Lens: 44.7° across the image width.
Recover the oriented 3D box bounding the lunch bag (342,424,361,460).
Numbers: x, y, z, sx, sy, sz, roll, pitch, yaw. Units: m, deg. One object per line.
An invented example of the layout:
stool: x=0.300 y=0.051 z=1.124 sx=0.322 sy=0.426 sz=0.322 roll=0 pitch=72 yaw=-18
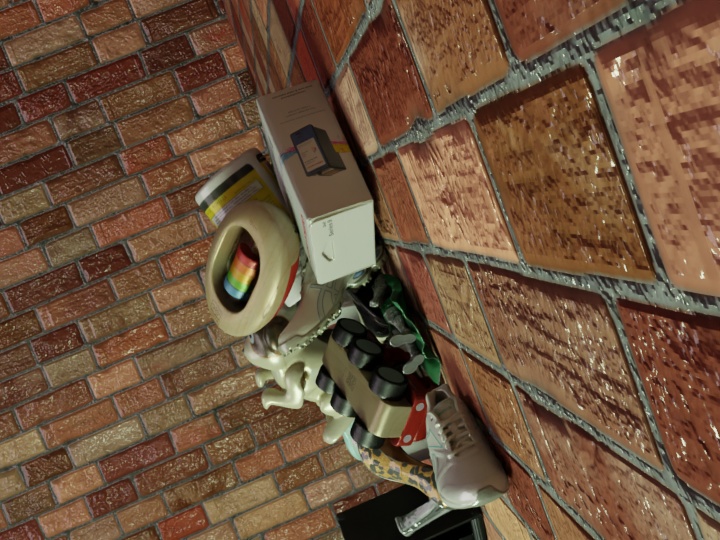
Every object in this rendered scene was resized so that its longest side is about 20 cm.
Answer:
lunch bag: x=0.015 y=0.224 z=1.538 sx=0.076 sy=0.160 sz=0.202 roll=-5 pitch=117 yaw=40

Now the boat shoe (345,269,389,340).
boat shoe: x=0.000 y=0.000 z=1.250 sx=0.202 sy=0.071 sz=0.068 roll=60 pitch=167 yaw=14

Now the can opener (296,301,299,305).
can opener: x=-0.057 y=-0.009 z=1.369 sx=0.053 sy=0.065 sz=0.203 roll=-70 pitch=-4 yaw=-83

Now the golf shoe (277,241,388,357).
golf shoe: x=-0.057 y=0.020 z=1.141 sx=0.097 sy=0.200 sz=0.078 roll=43 pitch=156 yaw=-5

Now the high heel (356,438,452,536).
high heel: x=0.074 y=0.250 z=1.225 sx=0.071 sy=0.142 sz=0.202 roll=2 pitch=-126 yaw=-51

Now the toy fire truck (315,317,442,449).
toy fire truck: x=0.057 y=0.164 z=1.164 sx=0.176 sy=0.198 sz=0.130 roll=46 pitch=123 yaw=51

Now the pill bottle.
pill bottle: x=-0.125 y=-0.057 z=1.209 sx=0.201 sy=0.114 sz=0.114 roll=52 pitch=176 yaw=-4

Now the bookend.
bookend: x=0.086 y=0.411 z=1.325 sx=0.200 sy=0.197 sz=0.093 roll=74 pitch=172 yaw=-48

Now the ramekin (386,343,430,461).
ramekin: x=0.057 y=0.214 z=1.384 sx=0.200 sy=0.096 sz=0.203 roll=157 pitch=90 yaw=-85

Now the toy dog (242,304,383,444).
toy dog: x=-0.079 y=0.125 z=1.266 sx=0.199 sy=0.194 sz=0.140 roll=35 pitch=-157 yaw=-23

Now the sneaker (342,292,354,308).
sneaker: x=-0.002 y=0.005 z=1.388 sx=0.200 sy=0.074 sz=0.090 roll=110 pitch=151 yaw=-75

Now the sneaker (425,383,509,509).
sneaker: x=0.099 y=0.184 z=0.924 sx=0.200 sy=0.069 sz=0.081 roll=-127 pitch=18 yaw=-76

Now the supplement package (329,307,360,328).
supplement package: x=-0.088 y=0.026 z=1.586 sx=0.147 sy=0.198 sz=0.193 roll=-122 pitch=10 yaw=-66

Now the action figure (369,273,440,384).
action figure: x=0.044 y=0.057 z=1.115 sx=0.200 sy=0.054 sz=0.119 roll=-112 pitch=-1 yaw=-67

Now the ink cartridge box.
ink cartridge box: x=-0.053 y=-0.108 z=1.084 sx=0.146 sy=0.086 sz=0.202 roll=84 pitch=166 yaw=-59

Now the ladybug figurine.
ladybug figurine: x=-0.135 y=-0.002 z=1.116 sx=0.136 sy=0.071 sz=0.201 roll=51 pitch=129 yaw=25
